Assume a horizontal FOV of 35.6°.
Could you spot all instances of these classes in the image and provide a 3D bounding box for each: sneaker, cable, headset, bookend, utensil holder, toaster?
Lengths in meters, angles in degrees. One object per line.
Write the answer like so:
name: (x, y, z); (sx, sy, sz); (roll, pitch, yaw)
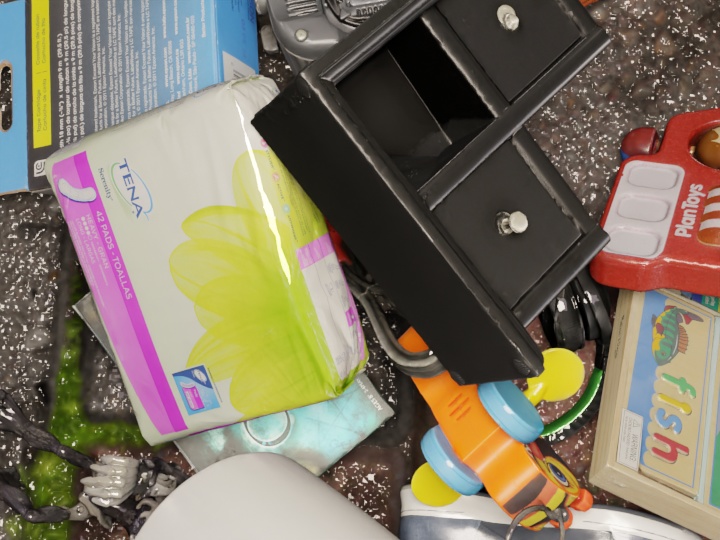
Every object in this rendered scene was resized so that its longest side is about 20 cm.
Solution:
sneaker: (0.119, 0.223, 0.725); (0.200, 0.077, 0.148); (4, 69, 9)
cable: (0.000, 0.000, 0.738); (0.096, 0.201, 0.051); (-25, 126, 5)
headset: (0.114, 0.022, 0.759); (0.122, 0.094, 0.202); (2, 91, -1)
bookend: (0.079, -0.075, 0.642); (0.199, 0.092, 0.201); (-41, 98, -22)
utensil holder: (-0.026, 0.220, 0.646); (0.170, 0.170, 0.199); (-51, 45, -8)
toaster: (0.026, -0.190, 0.777); (0.198, 0.129, 0.115); (-13, 81, -3)

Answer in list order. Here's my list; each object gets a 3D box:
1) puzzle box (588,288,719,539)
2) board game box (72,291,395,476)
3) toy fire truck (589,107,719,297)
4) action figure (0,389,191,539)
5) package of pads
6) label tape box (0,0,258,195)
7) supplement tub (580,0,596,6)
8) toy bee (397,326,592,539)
puzzle box: (0.225, 0.077, 0.730); (0.132, 0.025, 0.201); (25, 51, -6)
board game box: (-0.088, 0.063, 0.782); (0.135, 0.028, 0.200); (-38, 83, -8)
toy fire truck: (0.252, -0.053, 0.755); (0.166, 0.113, 0.201); (11, 45, 18)
action figure: (-0.167, 0.160, 0.721); (0.199, 0.102, 0.120); (24, 98, 7)
package of pads: (-0.092, -0.005, 0.694); (0.153, 0.068, 0.202); (-17, 98, 24)
label tape box: (-0.170, -0.129, 0.787); (0.198, 0.063, 0.146); (-8, 79, 23)
supplement tub: (0.129, -0.295, 0.801); (0.122, 0.123, 0.201); (-27, 82, -5)
toy bee: (0.088, 0.120, 0.692); (0.130, 0.108, 0.202); (-28, 47, 31)
